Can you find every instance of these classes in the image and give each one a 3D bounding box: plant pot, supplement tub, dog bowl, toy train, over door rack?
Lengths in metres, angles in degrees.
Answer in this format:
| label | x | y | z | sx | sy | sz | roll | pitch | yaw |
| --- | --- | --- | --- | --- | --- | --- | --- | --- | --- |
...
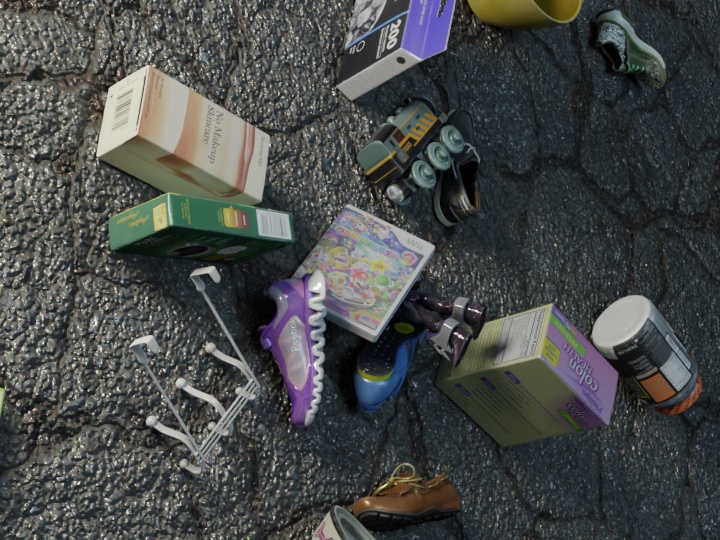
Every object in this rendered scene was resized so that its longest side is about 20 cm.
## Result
| label | x | y | z | sx | sy | sz | roll | pitch | yaw |
| --- | --- | --- | --- | --- | --- | --- | --- | --- | --- |
| plant pot | 0.259 | -0.488 | 2.245 | 0.199 | 0.141 | 0.203 | 18 | 64 | -43 |
| supplement tub | 0.498 | 0.149 | 2.298 | 0.200 | 0.122 | 0.123 | 48 | 46 | -26 |
| dog bowl | 0.003 | 0.389 | 1.633 | 0.201 | 0.074 | 0.200 | 51 | 3 | -3 |
| toy train | 0.076 | -0.182 | 1.985 | 0.114 | 0.085 | 0.200 | 49 | 45 | -11 |
| over door rack | -0.199 | 0.115 | 1.569 | 0.148 | 0.066 | 0.202 | -54 | 137 | -43 |

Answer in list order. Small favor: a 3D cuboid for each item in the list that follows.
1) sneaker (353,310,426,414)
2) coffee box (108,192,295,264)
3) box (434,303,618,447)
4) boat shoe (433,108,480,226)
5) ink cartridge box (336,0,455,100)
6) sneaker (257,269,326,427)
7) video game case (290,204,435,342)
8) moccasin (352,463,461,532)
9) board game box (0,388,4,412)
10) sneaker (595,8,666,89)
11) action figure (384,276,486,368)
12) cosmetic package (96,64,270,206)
| label | x | y | z | sx | sy | sz | roll | pitch | yaw |
| --- | --- | --- | --- | --- | --- | --- | --- | --- | --- |
| sneaker | 0.039 | 0.126 | 1.857 | 0.200 | 0.065 | 0.079 | -51 | 152 | -55 |
| coffee box | -0.189 | -0.048 | 1.609 | 0.199 | 0.122 | 0.045 | 6 | 73 | -45 |
| box | 0.243 | 0.157 | 1.954 | 0.176 | 0.199 | 0.097 | 43 | 49 | -28 |
| boat shoe | 0.162 | -0.166 | 2.082 | 0.071 | 0.067 | 0.202 | 28 | 55 | -36 |
| ink cartridge box | 0.057 | -0.367 | 1.934 | 0.043 | 0.199 | 0.200 | 33 | 53 | -32 |
| sneaker | -0.088 | 0.099 | 1.709 | 0.087 | 0.080 | 0.203 | 1 | 94 | -7 |
| video game case | 0.000 | 0.000 | 1.813 | 0.142 | 0.018 | 0.201 | 25 | 46 | 11 |
| moccasin | 0.061 | 0.304 | 1.799 | 0.200 | 0.073 | 0.079 | -1 | 68 | -45 |
| board game box | -0.450 | 0.138 | 1.325 | 0.199 | 0.030 | 0.097 | 28 | 56 | -42 |
| sneaker | 0.507 | -0.403 | 2.557 | 0.200 | 0.077 | 0.089 | 41 | 63 | -24 |
| action figure | 0.071 | 0.046 | 1.850 | 0.199 | 0.070 | 0.130 | 31 | 44 | 16 |
| cosmetic package | -0.215 | -0.154 | 1.643 | 0.199 | 0.087 | 0.105 | 26 | 57 | -40 |
